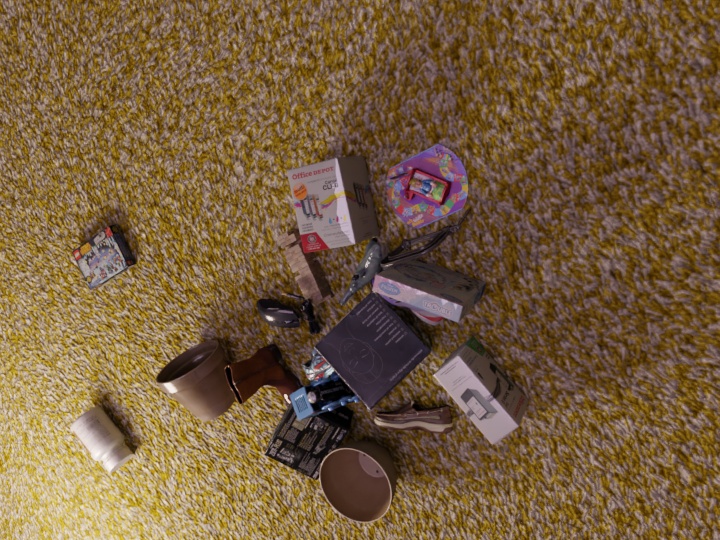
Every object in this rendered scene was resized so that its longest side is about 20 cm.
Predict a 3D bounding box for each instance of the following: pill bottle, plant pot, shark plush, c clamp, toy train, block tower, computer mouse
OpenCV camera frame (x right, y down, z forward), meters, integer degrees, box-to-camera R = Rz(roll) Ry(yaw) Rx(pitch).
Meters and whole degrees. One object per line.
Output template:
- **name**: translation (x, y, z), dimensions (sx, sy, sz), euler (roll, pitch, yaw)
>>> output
- **pill bottle**: translation (-0.849, 0.559, 1.979), dimensions (0.200, 0.114, 0.114), euler (47, 117, 9)
- **plant pot**: translation (0.012, 0.521, 1.548), dimensions (0.199, 0.134, 0.202), euler (6, 104, 24)
- **shark plush**: translation (0.000, 0.000, 1.460), dimensions (0.200, 0.083, 0.091), euler (-40, 84, 27)
- **c clamp**: translation (0.141, -0.062, 1.356), dimensions (0.199, 0.171, 0.027), euler (-19, 109, 39)
- **toy train**: translation (-0.078, 0.311, 1.508), dimensions (0.114, 0.199, 0.087), euler (-32, 73, 31)
- **plant pot**: translation (-0.447, 0.324, 1.707), dimensions (0.199, 0.200, 0.174), euler (-19, 110, 28)
- **block tower**: translation (-0.141, -0.009, 1.541), dimensions (0.054, 0.058, 0.201), euler (-25, 92, 29)
- **computer mouse**: translation (-0.204, 0.107, 1.567), dimensions (0.199, 0.046, 0.141), euler (16, 141, 22)

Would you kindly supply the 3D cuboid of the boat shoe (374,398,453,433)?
- **boat shoe**: translation (0.132, 0.356, 1.495), dimensions (0.201, 0.075, 0.075), euler (-1, 88, 19)

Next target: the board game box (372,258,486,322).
- **board game box**: translation (0.157, 0.036, 1.329), dimensions (0.199, 0.199, 0.044), euler (20, 110, 20)

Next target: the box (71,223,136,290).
- **box**: translation (-0.794, -0.039, 1.854), dimensions (0.199, 0.040, 0.138), euler (-27, 89, 28)

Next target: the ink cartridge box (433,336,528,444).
- **ink cartridge box**: translation (0.276, 0.267, 1.357), dimensions (0.084, 0.146, 0.200), euler (-44, 83, 26)

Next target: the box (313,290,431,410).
- **box**: translation (0.032, 0.187, 1.428), dimensions (0.200, 0.124, 0.197), euler (-43, 80, -1)

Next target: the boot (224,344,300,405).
- **boot**: translation (-0.251, 0.303, 1.585), dimensions (0.068, 0.200, 0.189), euler (-21, 93, 27)

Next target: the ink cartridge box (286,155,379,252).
- **ink cartridge box**: translation (-0.063, -0.160, 1.418), dimensions (0.144, 0.144, 0.201), euler (-9, 97, 27)

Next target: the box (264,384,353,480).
- **box**: translation (-0.137, 0.433, 1.598), dimensions (0.163, 0.086, 0.201), euler (27, 114, -5)

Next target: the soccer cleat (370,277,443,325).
- **soccer cleat**: translation (0.117, 0.057, 1.388), dimensions (0.199, 0.068, 0.073), euler (28, 130, -15)

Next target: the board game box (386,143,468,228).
- **board game box**: translation (0.145, -0.187, 1.370), dimensions (0.199, 0.039, 0.159), euler (-22, 92, 28)

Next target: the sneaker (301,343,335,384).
- **sneaker**: translation (-0.084, 0.224, 1.556), dimensions (0.200, 0.079, 0.096), euler (-44, 80, 27)
